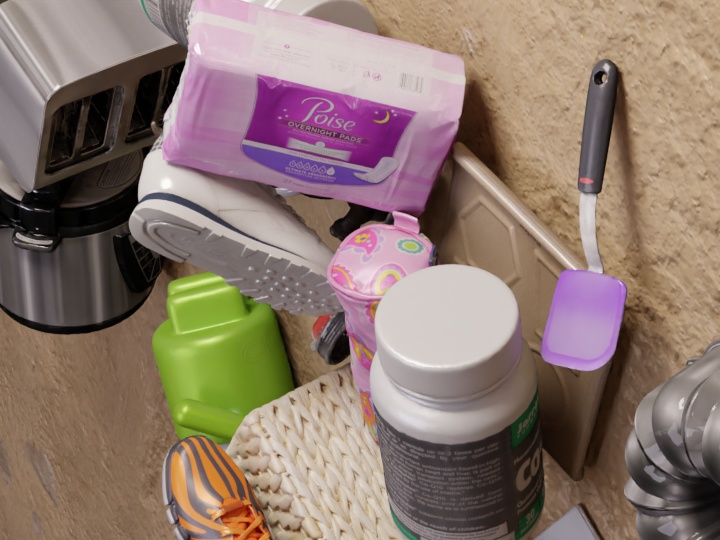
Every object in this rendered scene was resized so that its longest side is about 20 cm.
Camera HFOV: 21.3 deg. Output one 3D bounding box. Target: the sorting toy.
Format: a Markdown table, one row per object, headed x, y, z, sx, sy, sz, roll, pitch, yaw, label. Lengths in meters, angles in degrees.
| x | y | z | sx | sy | sz | roll | pitch | yaw | label |
| --- | --- | --- | --- | --- | --- | --- | --- | --- | --- |
| 0.118 | 0.028 | 1.369 | 0.185 | 0.036 | 0.200 | 48 | 150 | 35 | sorting toy |

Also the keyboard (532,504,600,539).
| x | y | z | sx | sy | sz | roll | pitch | yaw | label |
| --- | --- | --- | --- | --- | --- | --- | --- | --- | --- |
| 0.142 | 0.239 | 1.493 | 0.056 | 0.011 | 0.200 | 65 | 152 | 17 | keyboard |

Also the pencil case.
| x | y | z | sx | sy | sz | roll | pitch | yaw | label |
| --- | --- | --- | --- | --- | --- | --- | --- | --- | --- |
| 0.031 | 0.053 | 1.417 | 0.087 | 0.087 | 0.200 | 42 | 156 | 40 | pencil case |

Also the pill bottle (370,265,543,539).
| x | y | z | sx | sy | sz | roll | pitch | yaw | label |
| --- | --- | --- | --- | --- | --- | --- | --- | --- | --- |
| 0.067 | 0.100 | 1.321 | 0.113 | 0.113 | 0.200 | 44 | 155 | 39 | pill bottle |

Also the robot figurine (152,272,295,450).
| x | y | z | sx | sy | sz | roll | pitch | yaw | label |
| --- | --- | --- | --- | --- | --- | --- | --- | --- | --- |
| -0.120 | 0.103 | 1.745 | 0.176 | 0.115 | 0.200 | -110 | 6 | -73 | robot figurine |

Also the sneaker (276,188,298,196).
| x | y | z | sx | sy | sz | roll | pitch | yaw | label |
| --- | --- | --- | --- | --- | --- | --- | --- | --- | --- |
| -0.092 | -0.117 | 1.593 | 0.200 | 0.077 | 0.112 | -5 | 100 | 51 | sneaker |

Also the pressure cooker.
| x | y | z | sx | sy | sz | roll | pitch | yaw | label |
| --- | --- | --- | --- | --- | --- | --- | --- | --- | --- |
| -0.284 | -0.059 | 1.861 | 0.176 | 0.178 | 0.200 | 47 | 146 | 40 | pressure cooker |

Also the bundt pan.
| x | y | z | sx | sy | sz | roll | pitch | yaw | label |
| --- | --- | --- | --- | --- | --- | --- | --- | --- | --- |
| 0.237 | 0.146 | 1.191 | 0.202 | 0.076 | 0.202 | 39 | 139 | 44 | bundt pan |

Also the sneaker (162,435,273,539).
| x | y | z | sx | sy | sz | roll | pitch | yaw | label |
| --- | --- | --- | --- | --- | --- | --- | --- | --- | --- |
| -0.076 | 0.209 | 1.453 | 0.112 | 0.077 | 0.200 | -33 | 82 | 56 | sneaker |

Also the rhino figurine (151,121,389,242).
| x | y | z | sx | sy | sz | roll | pitch | yaw | label |
| --- | --- | --- | --- | --- | --- | --- | --- | --- | --- |
| -0.061 | -0.086 | 1.452 | 0.088 | 0.200 | 0.060 | 115 | 167 | -46 | rhino figurine |

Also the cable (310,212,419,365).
| x | y | z | sx | sy | sz | roll | pitch | yaw | label |
| --- | --- | --- | --- | --- | --- | --- | --- | --- | --- |
| 0.000 | 0.000 | 1.490 | 0.050 | 0.097 | 0.200 | 35 | 143 | 15 | cable |

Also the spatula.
| x | y | z | sx | sy | sz | roll | pitch | yaw | label |
| --- | --- | --- | --- | --- | --- | --- | --- | --- | --- |
| 0.149 | -0.035 | 1.232 | 0.056 | 0.021 | 0.201 | 13 | 105 | 39 | spatula |

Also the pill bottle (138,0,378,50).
| x | y | z | sx | sy | sz | roll | pitch | yaw | label |
| --- | --- | --- | --- | --- | --- | --- | --- | --- | --- |
| -0.079 | -0.199 | 1.472 | 0.200 | 0.113 | 0.113 | 38 | 140 | 44 | pill bottle |

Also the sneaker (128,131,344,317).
| x | y | z | sx | sy | sz | roll | pitch | yaw | label |
| --- | --- | --- | --- | --- | --- | --- | --- | --- | --- |
| -0.075 | -0.031 | 1.415 | 0.076 | 0.200 | 0.081 | -26 | 44 | 43 | sneaker |

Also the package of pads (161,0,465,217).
| x | y | z | sx | sy | sz | roll | pitch | yaw | label |
| --- | --- | --- | --- | --- | --- | --- | --- | --- | --- |
| -0.034 | -0.115 | 1.347 | 0.121 | 0.199 | 0.076 | 112 | 168 | -50 | package of pads |

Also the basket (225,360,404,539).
| x | y | z | sx | sy | sz | roll | pitch | yaw | label |
| --- | --- | --- | --- | --- | --- | --- | --- | --- | --- |
| -0.008 | 0.196 | 1.569 | 0.198 | 0.161 | 0.200 | 59 | 152 | 16 | basket |

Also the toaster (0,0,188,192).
| x | y | z | sx | sy | sz | roll | pitch | yaw | label |
| --- | --- | --- | --- | --- | --- | --- | --- | --- | --- |
| -0.234 | -0.182 | 1.693 | 0.119 | 0.181 | 0.200 | 54 | 150 | 21 | toaster |
